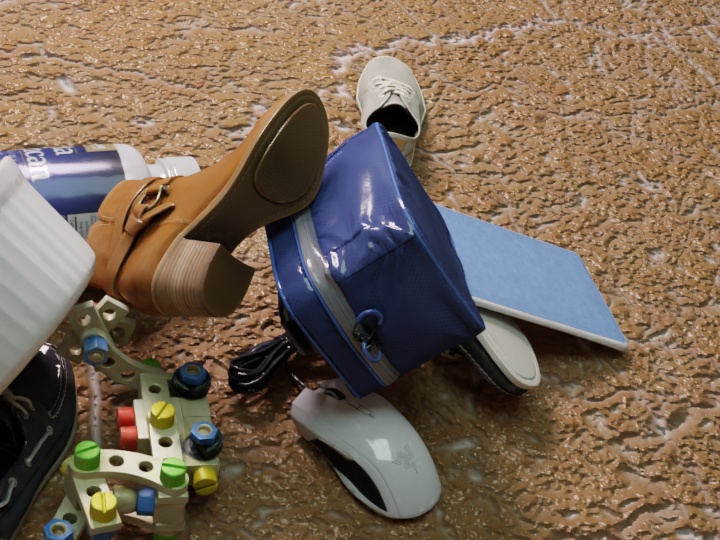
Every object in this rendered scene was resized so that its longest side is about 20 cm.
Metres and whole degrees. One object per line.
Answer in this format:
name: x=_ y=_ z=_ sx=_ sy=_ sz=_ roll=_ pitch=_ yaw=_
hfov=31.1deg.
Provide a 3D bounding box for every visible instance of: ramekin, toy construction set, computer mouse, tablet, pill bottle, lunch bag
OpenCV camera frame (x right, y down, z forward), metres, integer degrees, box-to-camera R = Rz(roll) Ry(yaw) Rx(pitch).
ramekin: x=-0.272 y=0.027 z=0.881 sx=0.098 sy=0.200 sz=0.201 roll=42 pitch=39 yaw=-16
toy construction set: x=-0.167 y=0.113 z=0.924 sx=0.130 sy=0.092 sz=0.201 roll=-1 pitch=53 yaw=-16
computer mouse: x=-0.011 y=0.108 z=1.001 sx=0.109 sy=0.044 sz=0.200 roll=-26 pitch=55 yaw=-38
tablet: x=0.139 y=0.005 z=1.128 sx=0.199 sy=0.014 sz=0.131 roll=17 pitch=34 yaw=-31
pill bottle: x=-0.231 y=-0.046 z=1.058 sx=0.199 sy=0.112 sz=0.111 roll=-6 pitch=45 yaw=-22
lunch bag: x=0.000 y=0.000 z=0.986 sx=0.132 sy=0.136 sz=0.200 roll=-29 pitch=32 yaw=11

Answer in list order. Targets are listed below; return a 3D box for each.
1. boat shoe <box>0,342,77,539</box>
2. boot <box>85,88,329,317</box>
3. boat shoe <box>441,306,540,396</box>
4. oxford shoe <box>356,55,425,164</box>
boat shoe: x=-0.245 y=0.114 z=0.913 sx=0.072 sy=0.063 sz=0.201 roll=13 pitch=41 yaw=-2
boot: x=-0.122 y=-0.058 z=0.969 sx=0.154 sy=0.074 sz=0.201 roll=9 pitch=59 yaw=42
boat shoe: x=0.078 y=0.038 z=1.094 sx=0.074 sy=0.060 sz=0.200 roll=15 pitch=32 yaw=-51
oxford shoe: x=0.032 y=-0.166 z=1.308 sx=0.075 sy=0.058 sz=0.201 roll=9 pitch=40 yaw=-2
